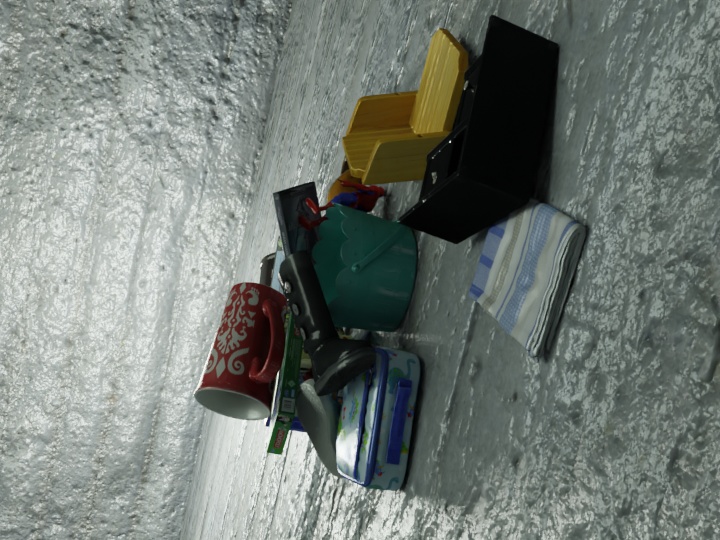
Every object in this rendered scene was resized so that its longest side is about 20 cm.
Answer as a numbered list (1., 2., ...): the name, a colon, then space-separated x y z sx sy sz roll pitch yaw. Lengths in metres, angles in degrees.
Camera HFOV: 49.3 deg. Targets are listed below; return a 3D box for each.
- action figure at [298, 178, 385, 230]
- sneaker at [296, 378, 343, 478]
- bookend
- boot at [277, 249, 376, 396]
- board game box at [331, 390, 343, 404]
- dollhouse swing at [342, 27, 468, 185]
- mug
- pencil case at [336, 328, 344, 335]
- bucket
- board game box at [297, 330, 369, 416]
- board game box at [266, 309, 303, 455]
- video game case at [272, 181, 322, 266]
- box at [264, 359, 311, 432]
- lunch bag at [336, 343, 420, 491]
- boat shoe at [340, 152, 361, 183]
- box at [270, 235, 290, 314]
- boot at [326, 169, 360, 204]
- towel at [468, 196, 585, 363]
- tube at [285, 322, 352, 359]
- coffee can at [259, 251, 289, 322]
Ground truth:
1. action figure: -0.024 -0.123 1.391 0.052 0.197 0.066 44 130 26
2. sneaker: -0.045 0.238 1.265 0.082 0.073 0.204 -46 -44 -37
3. bookend: 0.139 -0.162 0.959 0.198 0.090 0.205 147 139 -70
4. boot: -0.055 0.062 1.145 0.165 0.064 0.205 -43 59 52
5. board game box: -0.060 0.243 1.504 0.200 0.034 0.139 -128 50 -69
6. dollhouse swing: 0.062 -0.261 1.209 0.202 0.176 0.180 -105 10 -57
7. mug: -0.176 0.134 1.332 0.134 0.173 0.204 52 -139 -49
8. pencil case: -0.057 0.032 1.552 0.090 0.075 0.206 100 177 -76
9. bucket: 0.000 0.000 1.280 0.207 0.131 0.213 -169 90 -73
10. board game box: -0.056 0.161 1.349 0.159 0.039 0.200 -49 0 15
11. board game box: -0.120 0.177 1.284 0.136 0.028 0.204 108 169 -50
12. video game case: -0.097 -0.045 1.377 0.142 0.018 0.206 -31 -67 -64
13. box: -0.119 0.226 1.441 0.202 0.116 0.042 -99 28 -51
14. lunch bag: 0.024 0.214 1.162 0.160 0.080 0.206 178 101 -71
15. boat shoe: 0.007 -0.263 1.560 0.077 0.070 0.202 -73 9 -46
16. box: -0.109 0.026 1.576 0.037 0.199 0.141 0 75 28
17. boot: -0.012 -0.104 1.494 0.142 0.071 0.204 11 61 43
18. towel: 0.178 -0.005 0.874 0.200 0.023 0.151 -126 49 -69
19. tube: -0.111 0.135 1.457 0.052 0.195 0.059 116 159 -45
20. coffee can: -0.163 0.081 1.766 0.147 0.143 0.205 128 148 -56
